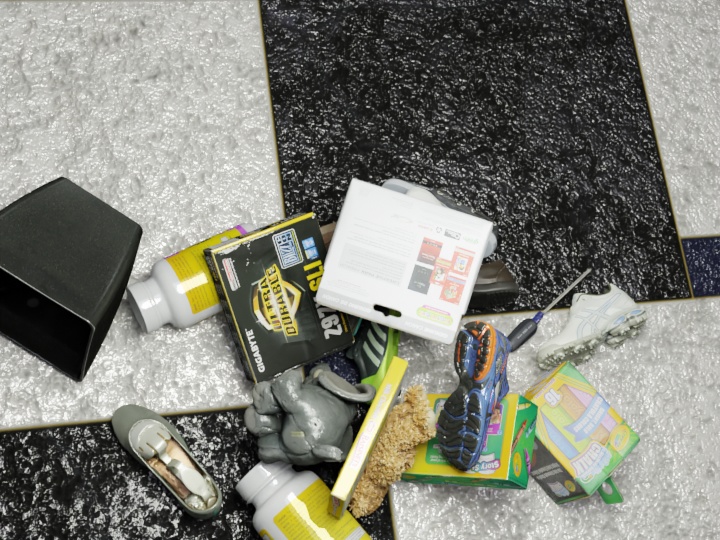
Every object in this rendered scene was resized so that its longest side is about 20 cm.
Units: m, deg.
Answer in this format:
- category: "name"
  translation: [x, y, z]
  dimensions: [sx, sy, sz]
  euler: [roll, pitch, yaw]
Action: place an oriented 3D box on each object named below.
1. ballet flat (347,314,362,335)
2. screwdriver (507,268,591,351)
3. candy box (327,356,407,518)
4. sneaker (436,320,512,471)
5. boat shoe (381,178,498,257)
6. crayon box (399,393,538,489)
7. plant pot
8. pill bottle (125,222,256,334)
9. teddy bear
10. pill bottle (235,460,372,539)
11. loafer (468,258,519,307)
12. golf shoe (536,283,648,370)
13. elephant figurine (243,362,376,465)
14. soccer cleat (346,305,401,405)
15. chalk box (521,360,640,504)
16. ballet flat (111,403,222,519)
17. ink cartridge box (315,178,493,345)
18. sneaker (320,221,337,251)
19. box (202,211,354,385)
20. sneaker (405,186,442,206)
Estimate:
- category: "ballet flat"
  translation: [0.000, 0.000, 1.567]
  dimensions: [0.068, 0.068, 0.201]
  euler: [25, 95, -11]
- category: "screwdriver"
  translation: [0.291, 0.055, 1.676]
  dimensions: [0.029, 0.028, 0.200]
  euler: [31, 63, 30]
- category: "candy box"
  translation: [0.010, 0.217, 1.399]
  dimensions: [0.026, 0.102, 0.201]
  euler: [24, 65, 5]
- category: "sneaker"
  translation: [0.161, 0.170, 1.429]
  dimensions: [0.078, 0.075, 0.201]
  euler: [11, 94, -43]
- category: "boat shoe"
  translation: [0.127, -0.094, 1.667]
  dimensions: [0.199, 0.070, 0.066]
  euler: [26, 46, 3]
- category: "crayon box"
  translation: [0.140, 0.236, 1.497]
  dimensions: [0.058, 0.199, 0.119]
  euler: [34, 61, -46]
- category: "plant pot"
  translation: [-0.402, -0.002, 1.453]
  dimensions: [0.199, 0.200, 0.178]
  euler: [33, 58, -1]
- category: "pill bottle"
  translation: [-0.226, 0.015, 1.526]
  dimensions: [0.199, 0.104, 0.105]
  euler: [-25, 80, -20]
- category: "teddy bear"
  translation: [0.034, 0.243, 1.475]
  dimensions: [0.067, 0.200, 0.145]
  euler: [28, 32, -23]
- category: "pill bottle"
  translation: [-0.075, 0.342, 1.449]
  dimensions: [0.111, 0.111, 0.200]
  euler: [-39, 81, -21]
- category: "loafer"
  translation: [0.139, 0.020, 1.634]
  dimensions: [0.199, 0.073, 0.072]
  euler: [-2, 60, -15]
- category: "golf shoe"
  translation: [0.341, 0.086, 1.663]
  dimensions: [0.199, 0.078, 0.097]
  euler: [-20, 61, -24]
- category: "elephant figurine"
  translation: [-0.046, 0.186, 1.451]
  dimensions: [0.200, 0.141, 0.156]
  euler: [-7, 69, -51]
- category: "soccer cleat"
  translation: [0.023, 0.095, 1.556]
  dimensions: [0.081, 0.067, 0.201]
  euler: [5, 86, 23]
- category: "chalk box"
  translation: [0.311, 0.253, 1.563]
  dimensions: [0.124, 0.124, 0.200]
  euler: [-41, 86, -21]
- category: "ballet flat"
  translation: [-0.259, 0.253, 1.463]
  dimensions: [0.067, 0.064, 0.200]
  euler: [-42, 85, -21]
- category: "ink cartridge box"
  translation: [0.056, -0.006, 1.453]
  dimensions: [0.199, 0.084, 0.176]
  euler: [18, 83, 4]
- category: "sneaker"
  translation: [-0.026, -0.033, 1.607]
  dimensions: [0.199, 0.070, 0.076]
  euler: [-21, 83, -17]
- category: "box"
  translation: [-0.111, 0.037, 1.496]
  dimensions: [0.159, 0.049, 0.201]
  euler: [-22, 104, -22]
- category: "sneaker"
  translation: [0.114, -0.044, 1.560]
  dimensions: [0.074, 0.100, 0.201]
  euler: [-13, 65, -11]
